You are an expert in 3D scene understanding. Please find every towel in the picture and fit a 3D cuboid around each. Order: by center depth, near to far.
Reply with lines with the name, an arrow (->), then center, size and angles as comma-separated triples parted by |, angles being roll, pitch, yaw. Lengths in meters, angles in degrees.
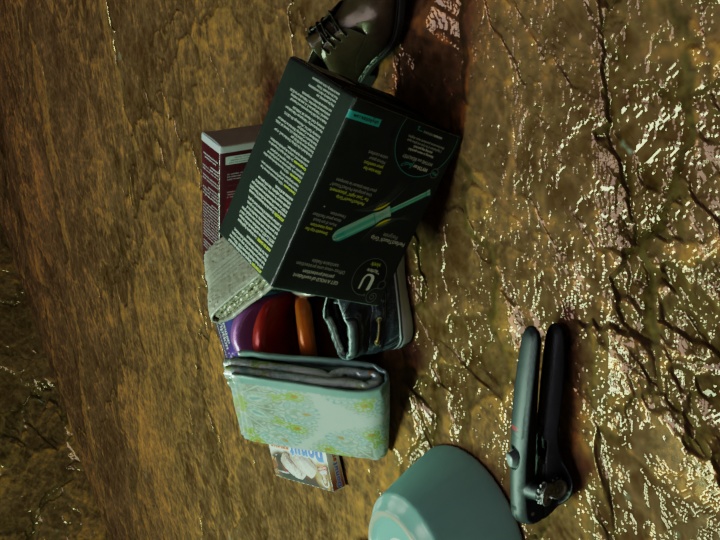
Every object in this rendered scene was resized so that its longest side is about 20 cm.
towel -> -0.062, 0.165, 1.103 | 0.172, 0.198, 0.048 | 88, -168, -53
towel -> -0.121, -0.033, 1.145 | 0.200, 0.034, 0.133 | -37, 38, 17

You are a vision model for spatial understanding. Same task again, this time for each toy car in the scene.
toy car -> -0.090, 0.075, 1.154 | 0.200, 0.149, 0.177 | 9, 110, 57

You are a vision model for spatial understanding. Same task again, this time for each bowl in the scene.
bowl -> 0.082, 0.308, 1.011 | 0.200, 0.104, 0.202 | 28, 124, 52

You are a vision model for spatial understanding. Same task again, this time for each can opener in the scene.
can opener -> 0.164, 0.146, 0.848 | 0.078, 0.063, 0.202 | 27, 124, 53

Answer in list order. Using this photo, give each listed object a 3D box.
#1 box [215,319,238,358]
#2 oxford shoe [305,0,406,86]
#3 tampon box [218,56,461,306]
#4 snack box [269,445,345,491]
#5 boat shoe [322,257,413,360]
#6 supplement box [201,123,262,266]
box -> -0.146, 0.113, 1.337 | 0.141, 0.078, 0.201 | -28, 78, 56
oxford shoe -> -0.010, -0.253, 0.955 | 0.073, 0.084, 0.200 | 62, 145, 25
tampon box -> -0.025, -0.087, 0.922 | 0.126, 0.149, 0.201 | 42, 112, 45
snack box -> -0.085, 0.282, 1.354 | 0.200, 0.024, 0.072 | -9, 93, 60
boat shoe -> 0.000, 0.000, 1.033 | 0.071, 0.090, 0.202 | -4, 98, 59
supplement box -> -0.159, -0.094, 1.241 | 0.061, 0.108, 0.201 | 37, 131, 45
